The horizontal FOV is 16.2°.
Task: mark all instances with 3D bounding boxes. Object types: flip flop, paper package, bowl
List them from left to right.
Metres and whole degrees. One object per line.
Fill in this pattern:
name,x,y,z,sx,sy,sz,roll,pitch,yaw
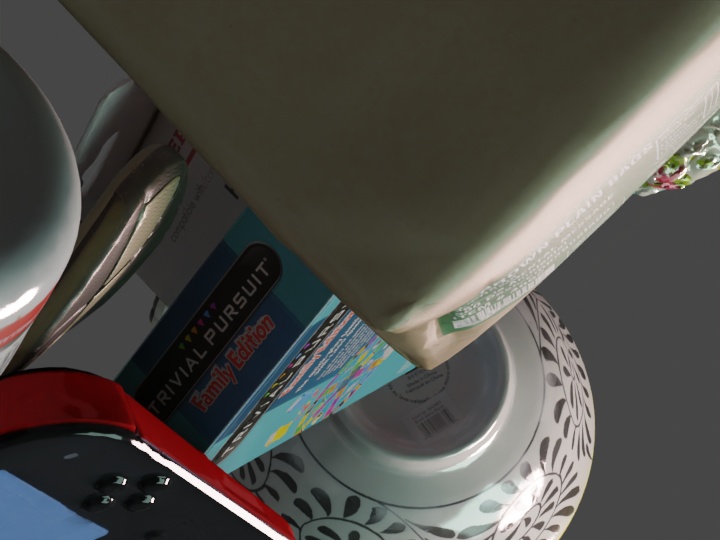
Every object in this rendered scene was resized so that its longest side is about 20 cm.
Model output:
flip flop,-0.138,0.014,0.865,0.200,0.058,0.081,-34,-174,34
bowl,0.021,0.061,1.214,0.201,0.201,0.094,-42,170,-16
paper package,0.022,-0.108,0.623,0.200,0.191,0.103,-44,169,0

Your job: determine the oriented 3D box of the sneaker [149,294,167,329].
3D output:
sneaker,-0.002,-0.010,1.165,0.200,0.090,0.078,-41,169,-26

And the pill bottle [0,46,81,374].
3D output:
pill bottle,-0.160,0.027,0.650,0.116,0.116,0.200,-32,164,-49

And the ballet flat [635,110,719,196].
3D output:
ballet flat,0.167,-0.104,0.964,0.200,0.076,0.064,-35,159,-15

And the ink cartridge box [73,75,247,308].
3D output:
ink cartridge box,-0.027,-0.051,0.979,0.200,0.067,0.116,-35,165,-41

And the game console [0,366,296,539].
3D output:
game console,-0.141,0.103,0.886,0.200,0.031,0.177,-20,147,15

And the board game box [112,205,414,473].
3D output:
board game box,0.000,0.000,0.962,0.151,0.047,0.200,-51,166,32
